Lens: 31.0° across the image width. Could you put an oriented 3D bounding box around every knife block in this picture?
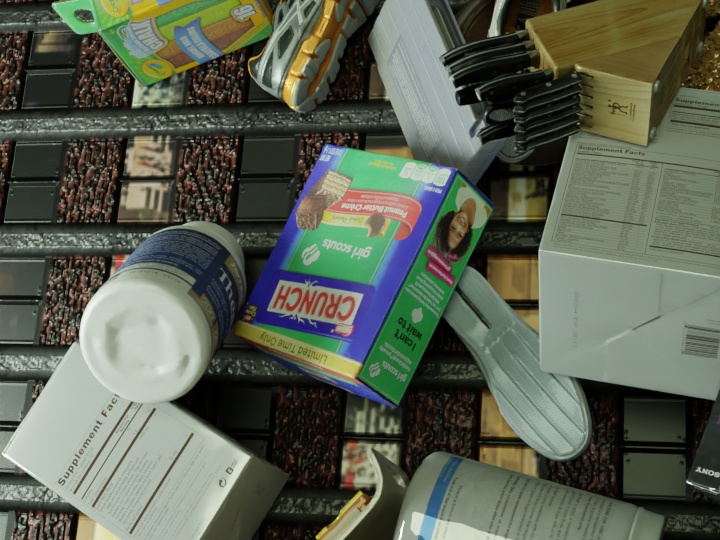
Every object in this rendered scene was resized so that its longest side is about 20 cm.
[{"bbox_3d":[0.169,-0.173,1.047,0.175,0.064,0.200,19,52,22],"label":"knife block"}]

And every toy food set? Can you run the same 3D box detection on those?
[{"bbox_3d":[-0.041,0.233,1.076,0.200,0.144,0.060,-46,69,-3],"label":"toy food set"}]

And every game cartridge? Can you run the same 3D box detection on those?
[{"bbox_3d":[0.068,-0.169,1.190,0.038,0.130,0.201,-13,68,-19],"label":"game cartridge"}]

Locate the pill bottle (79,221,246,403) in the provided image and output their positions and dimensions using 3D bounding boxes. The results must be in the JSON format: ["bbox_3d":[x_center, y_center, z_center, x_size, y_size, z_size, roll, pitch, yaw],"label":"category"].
[{"bbox_3d":[-0.162,0.026,1.136,0.110,0.200,0.112,3,111,8],"label":"pill bottle"}]

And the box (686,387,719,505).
[{"bbox_3d":[0.335,0.102,1.033,0.036,0.143,0.201,10,72,45],"label":"box"}]

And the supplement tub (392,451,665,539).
[{"bbox_3d":[0.133,0.232,1.043,0.199,0.132,0.133,14,76,18],"label":"supplement tub"}]

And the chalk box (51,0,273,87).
[{"bbox_3d":[-0.202,-0.276,1.287,0.199,0.124,0.125,-22,69,7],"label":"chalk box"}]

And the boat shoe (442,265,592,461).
[{"bbox_3d":[0.137,0.077,1.126,0.072,0.062,0.201,-37,67,10],"label":"boat shoe"}]

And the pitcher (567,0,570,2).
[{"bbox_3d":[0.142,-0.351,1.184,0.120,0.172,0.201,-16,55,-5],"label":"pitcher"}]

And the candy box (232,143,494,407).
[{"bbox_3d":[0.000,0.000,1.145,0.168,0.077,0.201,15,76,44],"label":"candy box"}]

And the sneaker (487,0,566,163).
[{"bbox_3d":[0.136,-0.183,1.127,0.077,0.201,0.082,6,32,7],"label":"sneaker"}]

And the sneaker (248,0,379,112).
[{"bbox_3d":[-0.042,-0.255,1.270,0.077,0.078,0.201,23,78,28],"label":"sneaker"}]

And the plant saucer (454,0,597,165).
[{"bbox_3d":[0.164,-0.198,1.226,0.199,0.032,0.202,-4,71,12],"label":"plant saucer"}]

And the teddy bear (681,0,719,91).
[{"bbox_3d":[0.368,-0.220,1.165,0.200,0.067,0.145,-41,71,-1],"label":"teddy bear"}]

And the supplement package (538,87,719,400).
[{"bbox_3d":[0.237,-0.029,1.056,0.150,0.152,0.201,9,51,15],"label":"supplement package"}]

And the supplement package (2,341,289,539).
[{"bbox_3d":[-0.186,0.172,1.141,0.199,0.121,0.120,29,82,20],"label":"supplement package"}]
